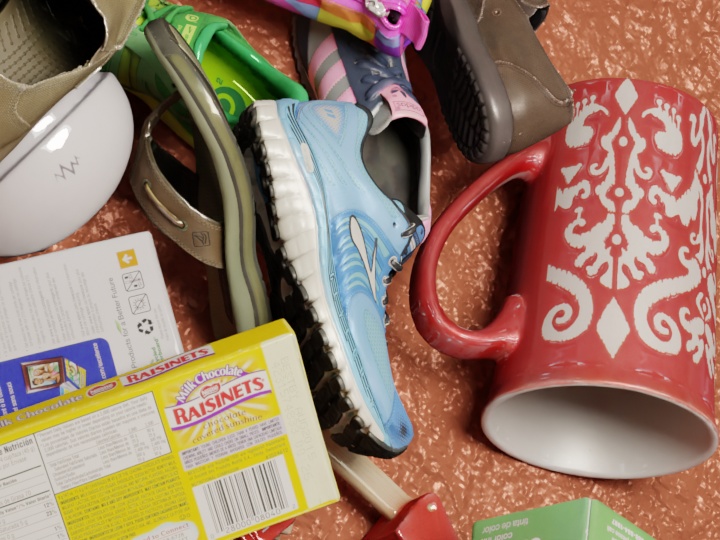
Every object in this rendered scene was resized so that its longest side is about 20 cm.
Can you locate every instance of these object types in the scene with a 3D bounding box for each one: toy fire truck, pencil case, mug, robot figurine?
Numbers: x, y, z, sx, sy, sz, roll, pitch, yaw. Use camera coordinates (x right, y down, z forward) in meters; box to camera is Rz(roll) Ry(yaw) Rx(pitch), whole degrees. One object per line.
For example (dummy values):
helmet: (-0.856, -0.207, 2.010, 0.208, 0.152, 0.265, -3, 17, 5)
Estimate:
toy fire truck: (-0.050, 0.114, 1.516, 0.141, 0.049, 0.200, -36, 93, -34)
pencil case: (-0.046, -0.187, 1.557, 0.200, 0.088, 0.088, 22, 62, 3)
mug: (0.131, -0.007, 1.605, 0.177, 0.133, 0.200, 33, 55, -41)
robot figurine: (-0.207, -0.099, 1.452, 0.200, 0.150, 0.125, 46, 34, -9)

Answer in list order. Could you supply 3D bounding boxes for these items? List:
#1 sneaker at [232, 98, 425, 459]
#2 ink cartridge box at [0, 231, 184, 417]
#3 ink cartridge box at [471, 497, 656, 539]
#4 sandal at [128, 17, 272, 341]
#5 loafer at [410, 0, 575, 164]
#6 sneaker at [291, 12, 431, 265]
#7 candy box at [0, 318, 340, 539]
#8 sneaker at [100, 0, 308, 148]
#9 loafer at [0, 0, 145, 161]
sneaker: (0.000, 0.000, 1.501, 0.090, 0.078, 0.200, -13, 86, -19)
ink cartridge box: (-0.190, 0.049, 1.438, 0.200, 0.037, 0.095, -13, 74, -14)
ink cartridge box: (0.120, 0.240, 1.466, 0.145, 0.084, 0.200, 35, 52, -40)
sandal: (-0.088, -0.034, 1.486, 0.057, 0.080, 0.201, -14, 119, -9)
loafer: (0.069, -0.143, 1.627, 0.071, 0.073, 0.200, -4, 57, -20)
sneaker: (0.011, -0.098, 1.598, 0.070, 0.082, 0.200, 0, 74, -29)
candy box: (-0.117, 0.103, 1.423, 0.200, 0.026, 0.102, -19, 114, -9)
sneaker: (-0.113, -0.125, 1.535, 0.200, 0.084, 0.074, 26, 64, -20)
loafer: (-0.145, -0.124, 1.379, 0.076, 0.067, 0.200, 40, 48, -14)
